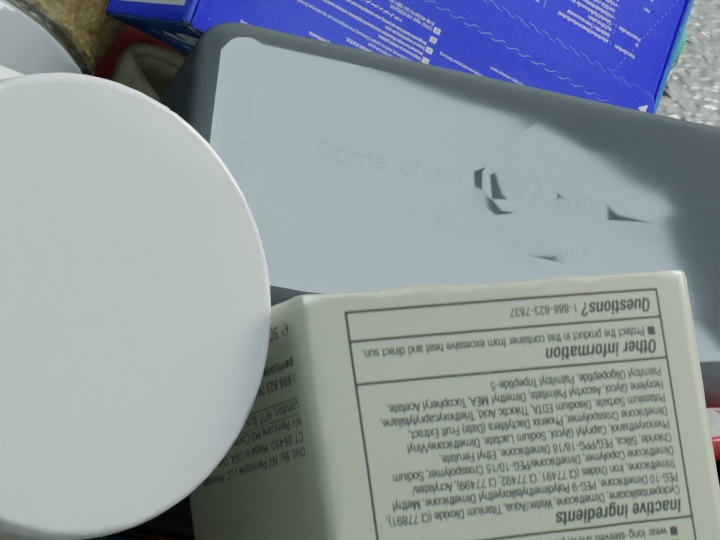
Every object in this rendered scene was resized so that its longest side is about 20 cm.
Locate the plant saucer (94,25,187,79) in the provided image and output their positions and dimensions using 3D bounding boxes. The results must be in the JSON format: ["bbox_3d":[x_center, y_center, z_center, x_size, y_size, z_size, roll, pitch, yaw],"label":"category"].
[{"bbox_3d":[-0.098,-0.105,1.045,0.200,0.037,0.200,4,36,-21],"label":"plant saucer"}]

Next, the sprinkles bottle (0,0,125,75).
[{"bbox_3d":[-0.075,-0.129,0.930,0.068,0.068,0.200,27,71,13],"label":"sprinkles bottle"}]

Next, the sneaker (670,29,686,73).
[{"bbox_3d":[0.049,-0.131,1.087,0.200,0.080,0.078,33,22,-27],"label":"sneaker"}]

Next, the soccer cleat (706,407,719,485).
[{"bbox_3d":[0.110,0.127,0.701,0.067,0.076,0.200,-20,82,-4],"label":"soccer cleat"}]

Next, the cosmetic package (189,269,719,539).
[{"bbox_3d":[0.028,0.105,0.660,0.105,0.071,0.200,-2,80,-28],"label":"cosmetic package"}]

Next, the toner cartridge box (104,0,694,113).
[{"bbox_3d":[0.018,-0.086,0.946,0.200,0.095,0.043,26,-8,-42],"label":"toner cartridge box"}]

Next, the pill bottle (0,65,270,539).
[{"bbox_3d":[-0.114,0.012,0.679,0.116,0.116,0.200,-7,1,-34],"label":"pill bottle"}]

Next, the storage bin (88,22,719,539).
[{"bbox_3d":[0.013,0.022,0.792,0.200,0.134,0.146,11,61,-11],"label":"storage bin"}]

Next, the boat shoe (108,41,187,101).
[{"bbox_3d":[0.000,0.000,0.914,0.200,0.063,0.071,30,32,15],"label":"boat shoe"}]
